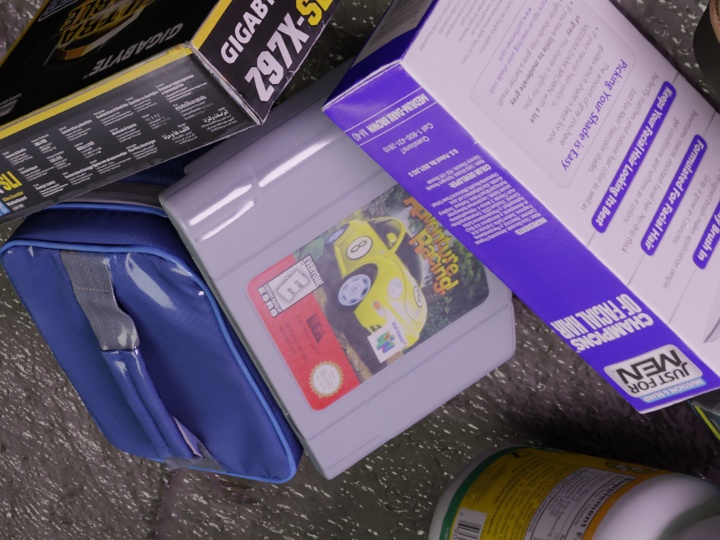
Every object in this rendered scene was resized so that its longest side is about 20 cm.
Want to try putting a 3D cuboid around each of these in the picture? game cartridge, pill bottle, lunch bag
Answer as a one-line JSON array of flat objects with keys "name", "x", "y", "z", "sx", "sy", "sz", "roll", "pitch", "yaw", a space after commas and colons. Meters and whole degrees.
[{"name": "game cartridge", "x": 0.000, "y": 0.000, "z": 1.040, "sx": 0.041, "sy": 0.133, "sz": 0.200, "roll": 43, "pitch": 166, "yaw": 47}, {"name": "pill bottle", "x": 0.132, "y": 0.153, "z": 1.103, "sx": 0.113, "sy": 0.113, "sz": 0.200, "roll": 49, "pitch": 158, "yaw": -25}, {"name": "lunch bag", "x": -0.088, "y": 0.020, "z": 1.126, "sx": 0.135, "sy": 0.133, "sz": 0.200, "roll": 6, "pitch": 138, "yaw": 33}]

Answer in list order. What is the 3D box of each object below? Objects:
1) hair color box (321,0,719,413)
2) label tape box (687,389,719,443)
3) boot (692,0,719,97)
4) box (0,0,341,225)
[{"name": "hair color box", "x": 0.090, "y": -0.047, "z": 0.926, "sx": 0.200, "sy": 0.109, "sz": 0.065, "roll": 42, "pitch": 145, "yaw": -15}, {"name": "label tape box", "x": 0.227, "y": 0.099, "z": 0.996, "sx": 0.143, "sy": 0.066, "sz": 0.200, "roll": 50, "pitch": -178, "yaw": 0}, {"name": "boot", "x": 0.214, "y": -0.068, "z": 0.794, "sx": 0.200, "sy": 0.077, "sz": 0.139, "roll": 46, "pitch": 145, "yaw": 17}, {"name": "box", "x": -0.080, "y": -0.108, "z": 0.934, "sx": 0.200, "sy": 0.160, "sz": 0.049, "roll": -16, "pitch": 124, "yaw": 48}]
